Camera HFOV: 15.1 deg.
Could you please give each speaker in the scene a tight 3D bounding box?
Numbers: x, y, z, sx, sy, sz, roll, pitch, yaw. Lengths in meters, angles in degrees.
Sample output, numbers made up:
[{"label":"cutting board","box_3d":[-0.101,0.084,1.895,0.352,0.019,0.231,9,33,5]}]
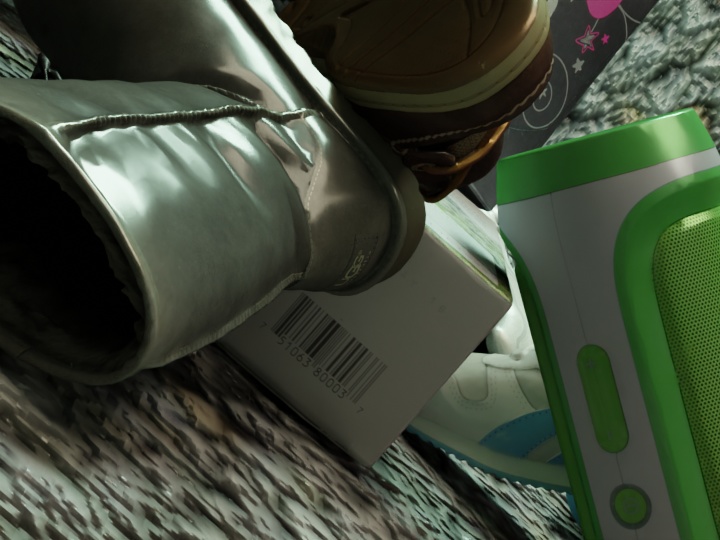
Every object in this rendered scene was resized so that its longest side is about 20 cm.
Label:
[{"label":"speaker","box_3d":[0.108,0.049,0.955,0.088,0.088,0.201,-30,105,-83]}]

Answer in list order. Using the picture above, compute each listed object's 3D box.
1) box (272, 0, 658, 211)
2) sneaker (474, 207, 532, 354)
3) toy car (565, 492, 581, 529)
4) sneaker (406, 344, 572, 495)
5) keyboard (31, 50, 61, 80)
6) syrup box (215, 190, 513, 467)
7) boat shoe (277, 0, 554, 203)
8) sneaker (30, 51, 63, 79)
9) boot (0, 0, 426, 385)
[{"label":"box","box_3d":[0.014,-0.143,1.099,0.114,0.132,0.200,25,-21,45]},{"label":"sneaker","box_3d":[0.041,0.003,1.301,0.081,0.075,0.200,24,17,-42]},{"label":"toy car","box_3d":[0.194,0.113,1.250,0.177,0.184,0.200,44,-22,11]},{"label":"sneaker","box_3d":[0.104,0.049,1.052,0.199,0.081,0.076,10,4,25]},{"label":"keyboard","box_3d":[-0.077,-0.029,0.898,0.104,0.040,0.200,30,20,-2]},{"label":"syrup box","box_3d":[0.000,0.000,1.010,0.079,0.082,0.200,41,6,-5]},{"label":"boat shoe","box_3d":[0.026,-0.062,0.908,0.072,0.072,0.200,51,-12,-17]},{"label":"sneaker","box_3d":[-0.080,-0.100,1.042,0.060,0.105,0.200,19,4,11]},{"label":"boot","box_3d":[-0.080,-0.043,0.782,0.182,0.073,0.200,38,25,18]}]
